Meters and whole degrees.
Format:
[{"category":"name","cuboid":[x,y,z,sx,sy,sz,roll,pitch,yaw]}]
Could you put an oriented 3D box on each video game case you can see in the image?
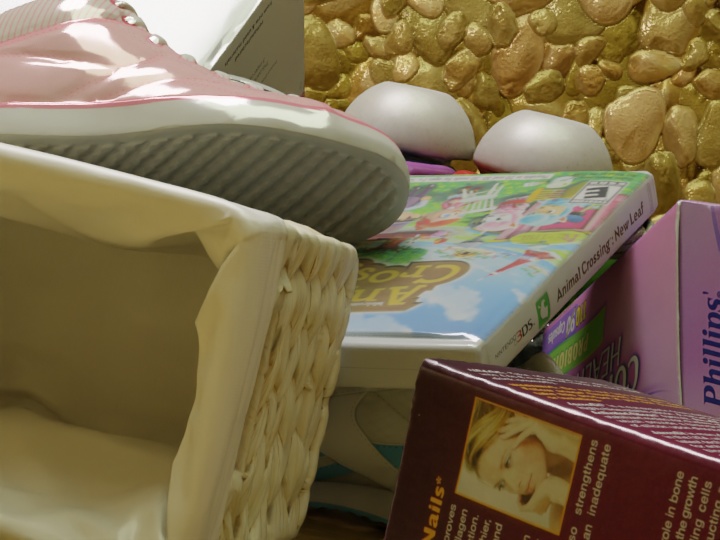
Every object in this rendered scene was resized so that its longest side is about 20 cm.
[{"category":"video game case","cuboid":[0.000,0.000,1.040,0.200,0.022,0.182,1,24,30]}]

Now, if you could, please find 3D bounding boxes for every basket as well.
[{"category":"basket","cuboid":[-0.113,0.024,0.922,0.200,0.136,0.123,14,4,21]}]

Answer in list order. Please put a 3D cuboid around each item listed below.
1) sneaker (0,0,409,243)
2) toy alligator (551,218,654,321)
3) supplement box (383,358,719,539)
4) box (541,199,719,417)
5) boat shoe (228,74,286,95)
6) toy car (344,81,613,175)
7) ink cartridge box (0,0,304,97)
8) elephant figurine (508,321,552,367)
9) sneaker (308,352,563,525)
[{"category":"sneaker","cuboid":[-0.077,-0.070,1.049,0.200,0.075,0.105,4,46,0]},{"category":"toy alligator","cuboid":[0.097,0.001,1.149,0.059,0.054,0.200,-31,13,-13]},{"category":"supplement box","cuboid":[0.100,0.102,0.696,0.086,0.111,0.200,7,7,-43]},{"category":"box","cuboid":[0.198,0.053,1.066,0.200,0.097,0.176,6,-20,-12]},{"category":"boat shoe","cuboid":[-0.109,-0.055,1.138,0.200,0.071,0.064,-2,6,-20]},{"category":"toy car","cuboid":[0.042,-0.013,1.427,0.200,0.175,0.150,14,8,23]},{"category":"ink cartridge box","cuboid":[-0.121,-0.078,1.311,0.145,0.200,0.145,19,49,16]},{"category":"elephant figurine","cuboid":[0.088,0.045,1.272,0.200,0.155,0.142,4,33,-3]},{"category":"sneaker","cuboid":[-0.011,0.055,1.032,0.200,0.081,0.077,10,25,3]}]
